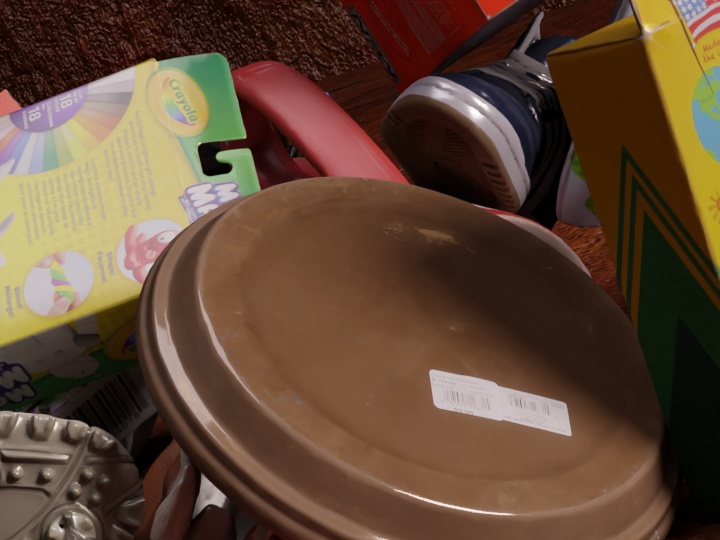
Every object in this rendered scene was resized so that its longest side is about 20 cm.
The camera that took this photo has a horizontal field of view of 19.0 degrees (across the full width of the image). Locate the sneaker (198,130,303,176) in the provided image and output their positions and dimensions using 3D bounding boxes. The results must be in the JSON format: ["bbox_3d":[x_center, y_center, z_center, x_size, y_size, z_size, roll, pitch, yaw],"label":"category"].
[{"bbox_3d":[-0.055,-0.049,1.073,0.084,0.075,0.200,-35,-5,26],"label":"sneaker"}]

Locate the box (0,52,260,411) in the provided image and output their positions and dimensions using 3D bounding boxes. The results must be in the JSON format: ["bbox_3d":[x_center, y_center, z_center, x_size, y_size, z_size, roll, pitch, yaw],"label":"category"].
[{"bbox_3d":[-0.133,-0.008,0.864,0.199,0.048,0.118,-20,54,7],"label":"box"}]

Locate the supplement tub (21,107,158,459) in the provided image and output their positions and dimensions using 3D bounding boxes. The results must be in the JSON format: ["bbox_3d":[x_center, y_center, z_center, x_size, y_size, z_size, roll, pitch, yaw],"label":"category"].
[{"bbox_3d":[-0.165,0.026,1.056,0.144,0.145,0.200,-17,32,13],"label":"supplement tub"}]

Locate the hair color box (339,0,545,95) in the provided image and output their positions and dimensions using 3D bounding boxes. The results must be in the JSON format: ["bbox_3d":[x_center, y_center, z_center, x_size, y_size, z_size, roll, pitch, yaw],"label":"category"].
[{"bbox_3d":[0.058,-0.139,0.931,0.101,0.061,0.200,-35,1,-10],"label":"hair color box"}]

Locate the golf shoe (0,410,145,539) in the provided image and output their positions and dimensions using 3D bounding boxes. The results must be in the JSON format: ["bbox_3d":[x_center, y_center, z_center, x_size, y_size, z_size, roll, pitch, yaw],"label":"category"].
[{"bbox_3d":[-0.166,0.093,0.745,0.199,0.079,0.097,-18,5,6],"label":"golf shoe"}]

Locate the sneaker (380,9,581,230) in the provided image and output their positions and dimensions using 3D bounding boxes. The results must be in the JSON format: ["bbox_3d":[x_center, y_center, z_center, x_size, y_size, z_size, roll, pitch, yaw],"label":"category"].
[{"bbox_3d":[0.072,-0.074,0.956,0.109,0.070,0.200,-55,-16,-7],"label":"sneaker"}]

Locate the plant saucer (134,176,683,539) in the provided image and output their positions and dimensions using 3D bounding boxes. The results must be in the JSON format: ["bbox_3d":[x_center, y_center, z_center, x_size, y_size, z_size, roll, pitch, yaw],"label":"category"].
[{"bbox_3d":[0.022,0.031,0.734,0.200,0.200,0.030,-30,-29,-49],"label":"plant saucer"}]

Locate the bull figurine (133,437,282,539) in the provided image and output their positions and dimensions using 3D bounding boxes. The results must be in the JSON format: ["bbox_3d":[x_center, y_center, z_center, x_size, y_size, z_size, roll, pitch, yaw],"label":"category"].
[{"bbox_3d":[-0.046,0.074,0.790,0.065,0.122,0.200,18,26,-5],"label":"bull figurine"}]

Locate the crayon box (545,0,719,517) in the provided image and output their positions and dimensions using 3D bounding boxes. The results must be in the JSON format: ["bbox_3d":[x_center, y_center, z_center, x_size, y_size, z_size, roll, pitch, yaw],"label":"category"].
[{"bbox_3d":[0.140,-0.032,0.733,0.127,0.201,0.051,-25,11,-36],"label":"crayon box"}]

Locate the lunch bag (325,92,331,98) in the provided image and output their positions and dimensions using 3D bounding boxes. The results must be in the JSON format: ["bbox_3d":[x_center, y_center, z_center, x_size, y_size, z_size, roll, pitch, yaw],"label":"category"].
[{"bbox_3d":[-0.078,-0.025,1.307,0.160,0.083,0.200,-23,-15,-7],"label":"lunch bag"}]

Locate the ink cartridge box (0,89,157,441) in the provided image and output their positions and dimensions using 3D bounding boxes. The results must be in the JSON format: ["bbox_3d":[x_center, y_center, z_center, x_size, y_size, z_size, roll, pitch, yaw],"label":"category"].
[{"bbox_3d":[-0.150,-0.009,0.930,0.109,0.050,0.200,-39,56,-12],"label":"ink cartridge box"}]

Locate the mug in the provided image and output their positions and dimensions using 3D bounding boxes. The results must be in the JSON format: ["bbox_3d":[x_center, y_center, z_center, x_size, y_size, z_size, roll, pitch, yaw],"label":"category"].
[{"bbox_3d":[-0.004,0.011,0.917,0.134,0.177,0.200,-56,23,-8],"label":"mug"}]

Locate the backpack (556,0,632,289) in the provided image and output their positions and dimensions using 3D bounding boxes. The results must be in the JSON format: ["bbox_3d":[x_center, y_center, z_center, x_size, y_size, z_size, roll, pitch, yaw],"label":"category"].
[{"bbox_3d":[0.183,-0.079,0.920,0.146,0.184,0.200,26,25,21],"label":"backpack"}]
